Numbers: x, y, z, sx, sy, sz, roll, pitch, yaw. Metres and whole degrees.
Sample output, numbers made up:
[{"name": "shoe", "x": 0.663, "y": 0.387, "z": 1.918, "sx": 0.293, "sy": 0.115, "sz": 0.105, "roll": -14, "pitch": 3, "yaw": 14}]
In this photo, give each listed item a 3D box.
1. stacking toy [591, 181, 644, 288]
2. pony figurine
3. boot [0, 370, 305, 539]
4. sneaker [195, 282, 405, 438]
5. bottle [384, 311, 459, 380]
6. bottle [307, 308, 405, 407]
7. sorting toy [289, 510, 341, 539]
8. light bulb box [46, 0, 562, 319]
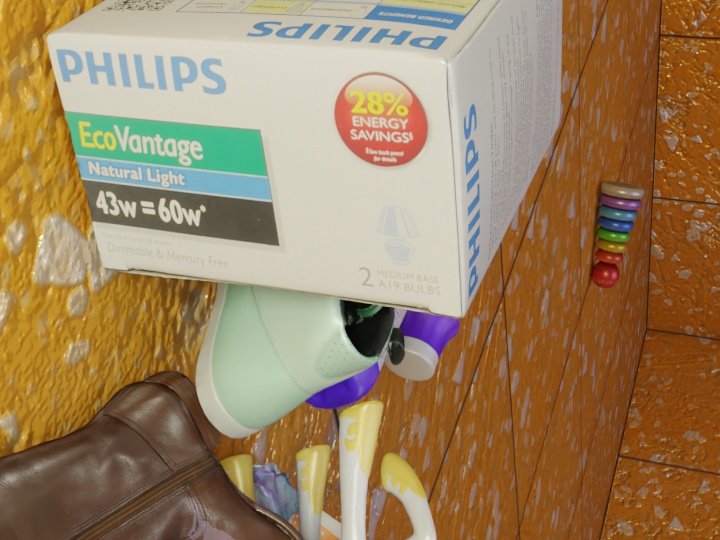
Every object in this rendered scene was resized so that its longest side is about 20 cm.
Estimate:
[{"name": "stacking toy", "x": 0.487, "y": -0.064, "z": 2.165, "sx": 0.085, "sy": 0.084, "sz": 0.204, "roll": -24, "pitch": 123, "yaw": -67}, {"name": "pony figurine", "x": -0.028, "y": 0.205, "z": 0.678, "sx": 0.166, "sy": 0.191, "sz": 0.203, "roll": 25, "pitch": 47, "yaw": -57}, {"name": "boot", "x": -0.101, "y": 0.151, "z": 0.519, "sx": 0.188, "sy": 0.064, "sz": 0.200, "roll": 56, "pitch": 21, "yaw": 1}, {"name": "sneaker", "x": -0.023, "y": -0.012, "z": 0.630, "sx": 0.074, "sy": 0.117, "sz": 0.203, "roll": 40, "pitch": 37, "yaw": -38}, {"name": "bottle", "x": 0.071, "y": 0.003, "z": 1.017, "sx": 0.084, "sy": 0.064, "sz": 0.202, "roll": 116, "pitch": -4, "yaw": -58}, {"name": "bottle", "x": 0.000, "y": 0.000, "z": 0.793, "sx": 0.084, "sy": 0.065, "sz": 0.201, "roll": 50, "pitch": 42, "yaw": -23}, {"name": "sorting toy", "x": -0.038, "y": 0.289, "z": 0.826, "sx": 0.181, "sy": 0.106, "sz": 0.201, "roll": -55, "pitch": 152, "yaw": -15}, {"name": "light bulb box", "x": -0.013, "y": -0.091, "z": 0.567, "sx": 0.201, "sy": 0.195, "sz": 0.127, "roll": -55, "pitch": 145, "yaw": -50}]
